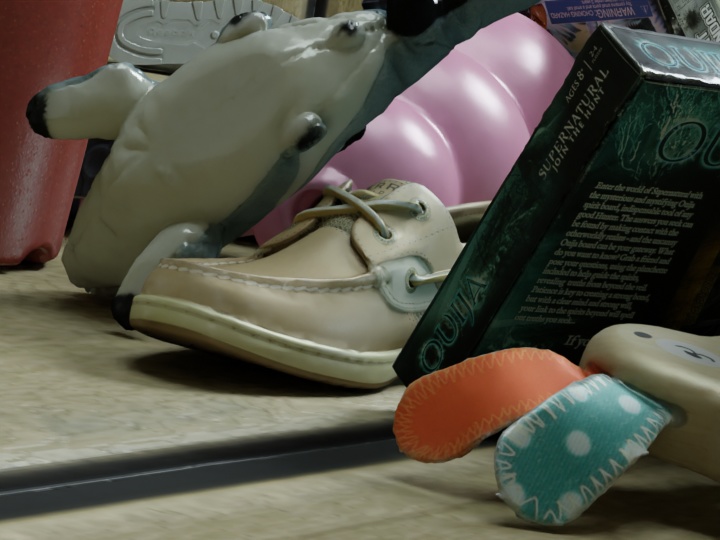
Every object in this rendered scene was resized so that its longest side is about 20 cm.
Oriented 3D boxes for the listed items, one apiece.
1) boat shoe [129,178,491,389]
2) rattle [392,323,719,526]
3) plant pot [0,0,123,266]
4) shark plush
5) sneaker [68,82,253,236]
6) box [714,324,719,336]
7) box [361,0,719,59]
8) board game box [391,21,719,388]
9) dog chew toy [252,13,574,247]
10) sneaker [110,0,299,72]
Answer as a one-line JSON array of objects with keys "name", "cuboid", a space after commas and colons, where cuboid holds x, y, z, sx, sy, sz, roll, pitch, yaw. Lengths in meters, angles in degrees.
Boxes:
[{"name": "boat shoe", "cuboid": [0.000, 0.000, 0.962, 0.072, 0.065, 0.200, 15, 8, 38]}, {"name": "rattle", "cuboid": [0.125, 0.007, 0.794, 0.199, 0.143, 0.130, 17, 29, -14]}, {"name": "plant pot", "cuboid": [-0.170, -0.110, 1.086, 0.200, 0.196, 0.201, 10, 6, -1]}, {"name": "shark plush", "cuboid": [-0.027, -0.058, 0.995, 0.091, 0.200, 0.083, 52, 10, 24]}, {"name": "sneaker", "cuboid": [-0.123, -0.045, 1.261, 0.199, 0.070, 0.082, 14, -14, 35]}, {"name": "box", "cuboid": [0.215, -0.020, 0.899, 0.159, 0.201, 0.044, 7, 36, -24]}, {"name": "box", "cuboid": [0.092, -0.063, 1.229, 0.040, 0.137, 0.200, -32, 18, -30]}, {"name": "board game box", "cuboid": [0.120, -0.008, 0.927, 0.199, 0.136, 0.028, 5, 36, -40]}, {"name": "dog chew toy", "cuboid": [0.019, -0.038, 1.121, 0.124, 0.125, 0.200, 12, 14, 18]}, {"name": "sneaker", "cuboid": [-0.124, -0.198, 2.532, 0.199, 0.077, 0.081, 12, -3, 2]}]
